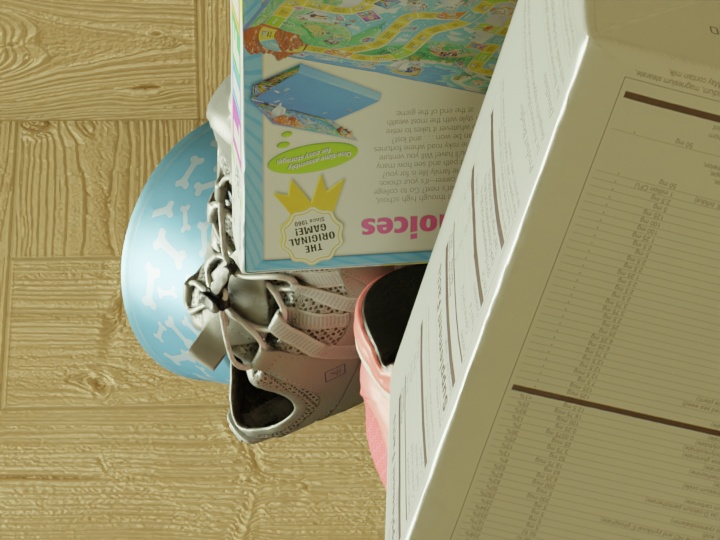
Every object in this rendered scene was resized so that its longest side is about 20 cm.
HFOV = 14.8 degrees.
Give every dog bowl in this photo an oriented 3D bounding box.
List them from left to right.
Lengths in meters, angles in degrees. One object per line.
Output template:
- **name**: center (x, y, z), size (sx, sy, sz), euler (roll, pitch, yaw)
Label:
- **dog bowl**: center (0.000, 0.000, 1.108), size (0.049, 0.199, 0.112), euler (24, 105, 48)

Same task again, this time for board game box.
- **board game box**: center (0.059, -0.070, 0.869), size (0.034, 0.199, 0.135), euler (-107, 16, -60)

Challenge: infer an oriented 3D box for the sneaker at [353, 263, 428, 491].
- **sneaker**: center (0.063, 0.088, 0.916), size (0.200, 0.073, 0.087), euler (54, 151, 33)

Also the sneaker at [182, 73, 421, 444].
- **sneaker**: center (-0.026, 0.005, 0.976), size (0.075, 0.082, 0.200), euler (45, 165, 31)

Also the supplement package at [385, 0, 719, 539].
- **supplement package**: center (0.083, 0.001, 0.789), size (0.110, 0.113, 0.201), euler (-87, 13, -54)
